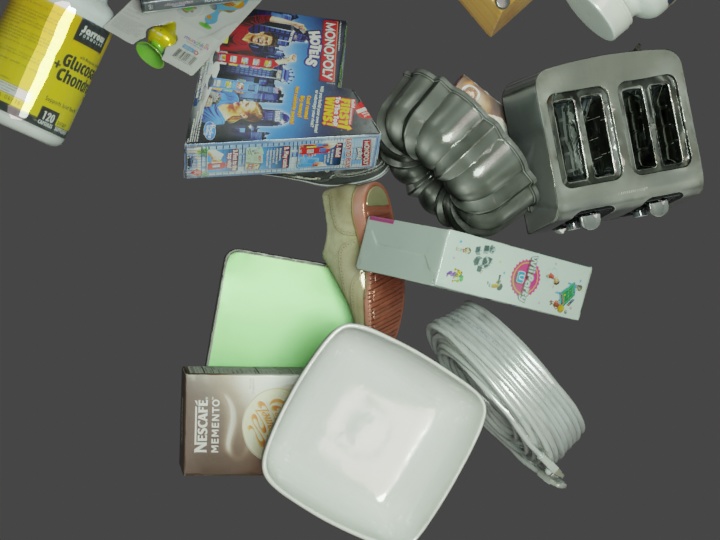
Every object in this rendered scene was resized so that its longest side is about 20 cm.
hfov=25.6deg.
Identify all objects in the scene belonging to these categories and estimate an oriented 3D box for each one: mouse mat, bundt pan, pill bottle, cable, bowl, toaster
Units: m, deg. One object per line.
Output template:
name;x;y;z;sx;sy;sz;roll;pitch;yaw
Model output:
mouse mat;-0.089;0.084;1.766;0.161;0.008;0.200;10;91;-9
bundt pan;0.092;-0.113;1.675;0.076;0.202;0.202;-45;98;-13
pill bottle;0.322;-0.349;1.742;0.200;0.111;0.111;-43;98;-3
pill bottle;-0.325;-0.240;1.660;0.112;0.112;0.200;24;91;-9
cable;0.155;0.122;1.705;0.069;0.200;0.200;-38;117;-9
bowl;0.007;0.170;1.666;0.200;0.075;0.200;30;88;-13
toaster;0.262;-0.147;1.725;0.180;0.119;0.200;-10;89;-15

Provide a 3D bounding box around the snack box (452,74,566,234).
snack box;0.170;-0.129;1.778;0.200;0.024;0.072;38;86;-9

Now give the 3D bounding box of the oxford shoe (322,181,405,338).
oxford shoe;0.000;0.000;1.748;0.074;0.071;0.200;3;102;33

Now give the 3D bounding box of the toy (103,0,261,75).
toy;-0.165;-0.282;1.678;0.115;0.047;0.200;29;57;16

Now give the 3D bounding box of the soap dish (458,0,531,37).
soap dish;0.140;-0.383;1.730;0.157;0.081;0.200;-42;99;-4

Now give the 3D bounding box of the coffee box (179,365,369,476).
coffee box;-0.095;0.164;1.726;0.200;0.080;0.115;0;93;-9

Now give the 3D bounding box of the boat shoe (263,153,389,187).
boat shoe;-0.060;-0.130;1.726;0.200;0.066;0.070;8;93;-8

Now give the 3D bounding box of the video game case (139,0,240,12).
video game case;-0.141;-0.339;1.681;0.200;0.019;0.143;-8;54;-9

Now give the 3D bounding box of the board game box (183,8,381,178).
board game box;-0.074;-0.180;1.685;0.199;0.062;0.200;8;56;-2

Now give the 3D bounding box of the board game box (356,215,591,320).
board game box;0.120;-0.003;1.684;0.200;0.147;0.064;14;90;-35
